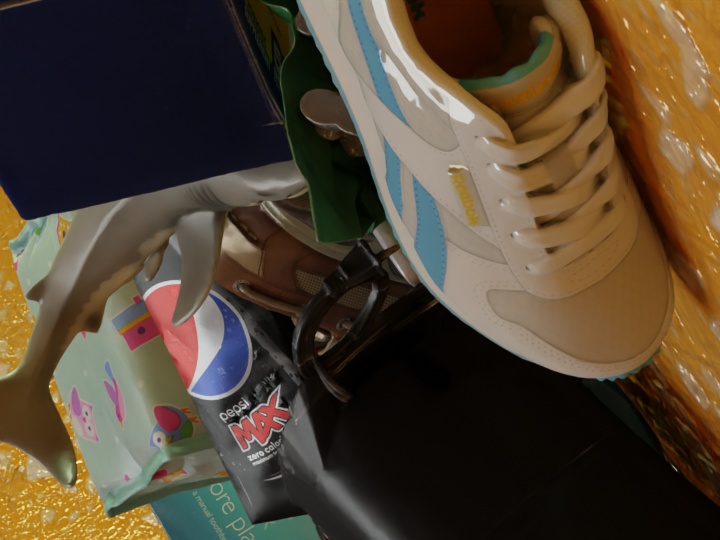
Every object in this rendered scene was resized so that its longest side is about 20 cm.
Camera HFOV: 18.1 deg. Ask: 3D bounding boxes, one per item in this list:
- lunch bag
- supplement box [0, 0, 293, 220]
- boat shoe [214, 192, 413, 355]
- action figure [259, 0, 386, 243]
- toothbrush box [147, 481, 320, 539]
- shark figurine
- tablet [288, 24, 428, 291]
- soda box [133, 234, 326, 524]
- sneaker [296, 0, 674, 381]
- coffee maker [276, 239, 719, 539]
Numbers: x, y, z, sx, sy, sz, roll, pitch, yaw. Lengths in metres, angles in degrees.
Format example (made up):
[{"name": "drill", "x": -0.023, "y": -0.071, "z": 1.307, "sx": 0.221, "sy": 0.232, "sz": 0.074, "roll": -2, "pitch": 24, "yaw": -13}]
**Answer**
[{"name": "lunch bag", "x": -0.063, "y": 0.020, "z": 1.201, "sx": 0.122, "sy": 0.200, "sz": 0.171, "roll": -43, "pitch": 66, "yaw": 54}, {"name": "supplement box", "x": -0.093, "y": -0.137, "z": 0.830, "sx": 0.109, "sy": 0.109, "sz": 0.200, "roll": 67, "pitch": -168, "yaw": -52}, {"name": "boat shoe", "x": 0.000, "y": 0.000, "z": 0.983, "sx": 0.200, "sy": 0.072, "sz": 0.076, "roll": 29, "pitch": -153, "yaw": -46}, {"name": "action figure", "x": 0.015, "y": -0.056, "z": 0.840, "sx": 0.200, "sy": 0.055, "sz": 0.118, "roll": 27, "pitch": -120, "yaw": -74}, {"name": "toothbrush box", "x": 0.002, "y": 0.140, "z": 1.272, "sx": 0.147, "sy": 0.200, "sz": 0.085, "roll": 57, "pitch": 173, "yaw": 19}, {"name": "shark figurine", "x": -0.106, "y": -0.021, "z": 0.895, "sx": 0.089, "sy": 0.214, "sz": 0.128, "roll": 29, "pitch": -149, "yaw": -30}, {"name": "tablet", "x": -0.005, "y": -0.069, "z": 0.969, "sx": 0.200, "sy": 0.014, "sz": 0.130, "roll": 56, "pitch": -161, "yaw": 19}, {"name": "soda box", "x": -0.051, "y": 0.012, "z": 1.023, "sx": 0.200, "sy": 0.063, "sz": 0.071, "roll": 66, "pitch": -147, "yaw": -17}, {"name": "sneaker", "x": 0.044, "y": -0.042, "z": 0.708, "sx": 0.200, "sy": 0.076, "sz": 0.081, "roll": 57, "pitch": 166, "yaw": -23}, {"name": "coffee maker", "x": 0.066, "y": 0.112, "z": 0.866, "sx": 0.200, "sy": 0.135, "sz": 0.192, "roll": 43, "pitch": -173, "yaw": 30}]
